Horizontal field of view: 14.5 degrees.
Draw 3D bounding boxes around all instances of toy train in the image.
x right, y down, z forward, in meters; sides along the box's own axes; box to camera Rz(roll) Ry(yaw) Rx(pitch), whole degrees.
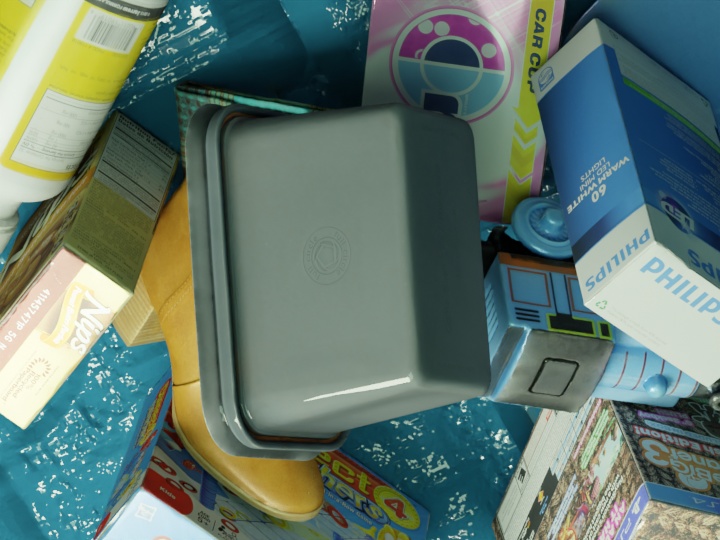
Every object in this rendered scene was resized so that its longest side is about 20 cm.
[{"bbox_3d":[0.152,0.028,1.673,0.199,0.115,0.087,9,138,-17],"label":"toy train"}]

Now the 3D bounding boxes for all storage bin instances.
[{"bbox_3d":[0.000,0.000,1.589,0.134,0.145,0.202,-9,79,34],"label":"storage bin"}]

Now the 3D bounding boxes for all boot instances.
[{"bbox_3d":[-0.065,0.038,1.703,0.201,0.071,0.144,49,127,19],"label":"boot"}]

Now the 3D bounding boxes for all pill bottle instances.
[{"bbox_3d":[-0.204,-0.113,1.688,0.112,0.112,0.201,29,107,-7],"label":"pill bottle"}]

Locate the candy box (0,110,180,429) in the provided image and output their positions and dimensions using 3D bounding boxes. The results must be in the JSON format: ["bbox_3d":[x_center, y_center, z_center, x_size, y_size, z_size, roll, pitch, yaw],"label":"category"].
[{"bbox_3d":[-0.173,-0.004,1.696,0.055,0.200,0.116,36,113,-13],"label":"candy box"}]

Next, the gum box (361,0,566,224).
[{"bbox_3d":[0.062,-0.125,1.688,0.113,0.066,0.201,8,115,5],"label":"gum box"}]

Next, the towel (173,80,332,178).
[{"bbox_3d":[-0.031,-0.032,1.712,0.199,0.022,0.148,14,119,36],"label":"towel"}]

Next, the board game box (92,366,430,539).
[{"bbox_3d":[-0.056,0.162,1.760,0.199,0.196,0.056,35,113,-10],"label":"board game box"}]

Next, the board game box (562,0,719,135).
[{"bbox_3d":[0.208,-0.103,1.693,0.157,0.039,0.201,-8,118,11],"label":"board game box"}]

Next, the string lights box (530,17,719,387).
[{"bbox_3d":[0.163,-0.041,1.582,0.102,0.201,0.059,33,120,-30],"label":"string lights box"}]

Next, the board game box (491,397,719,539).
[{"bbox_3d":[0.167,0.158,1.722,0.096,0.200,0.160,13,117,-16],"label":"board game box"}]
